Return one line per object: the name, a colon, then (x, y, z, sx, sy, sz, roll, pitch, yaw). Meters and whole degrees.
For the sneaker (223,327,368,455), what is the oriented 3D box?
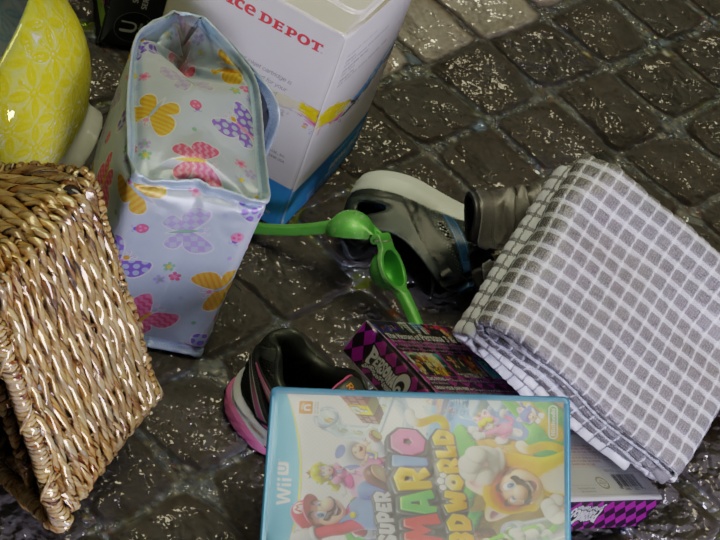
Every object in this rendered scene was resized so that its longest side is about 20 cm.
sneaker: (-0.011, 0.117, 1.607, 0.200, 0.086, 0.080, 36, 44, 15)

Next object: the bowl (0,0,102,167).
bowl: (-0.254, -0.111, 1.691, 0.108, 0.200, 0.200, 34, 36, -24)

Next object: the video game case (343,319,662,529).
video game case: (0.104, 0.110, 1.646, 0.181, 0.036, 0.200, 48, 22, 26)

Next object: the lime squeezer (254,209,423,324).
lime squeezer: (0.000, 0.000, 1.749, 0.200, 0.071, 0.038, 39, 3, 17)

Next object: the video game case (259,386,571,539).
video game case: (0.037, 0.144, 1.515, 0.200, 0.018, 0.143, 2, 58, 2)

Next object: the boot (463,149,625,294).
boot: (0.150, 0.013, 1.764, 0.132, 0.200, 0.070, -20, 18, -7)

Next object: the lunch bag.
lunch bag: (-0.135, -0.069, 1.689, 0.127, 0.170, 0.200, 10, 41, -17)

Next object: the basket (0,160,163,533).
basket: (-0.237, 0.046, 1.496, 0.143, 0.200, 0.149, 4, 36, 25)

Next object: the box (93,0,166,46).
box: (-0.117, -0.266, 1.946, 0.200, 0.124, 0.149, 7, 42, -19)

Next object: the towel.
towel: (0.189, 0.037, 1.657, 0.200, 0.086, 0.166, 37, 66, -12)

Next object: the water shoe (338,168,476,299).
water shoe: (0.078, -0.007, 1.811, 0.200, 0.072, 0.079, 22, 67, -1)

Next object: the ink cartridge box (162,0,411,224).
ink cartridge box: (-0.066, -0.171, 1.806, 0.147, 0.200, 0.145, 31, 42, 9)
